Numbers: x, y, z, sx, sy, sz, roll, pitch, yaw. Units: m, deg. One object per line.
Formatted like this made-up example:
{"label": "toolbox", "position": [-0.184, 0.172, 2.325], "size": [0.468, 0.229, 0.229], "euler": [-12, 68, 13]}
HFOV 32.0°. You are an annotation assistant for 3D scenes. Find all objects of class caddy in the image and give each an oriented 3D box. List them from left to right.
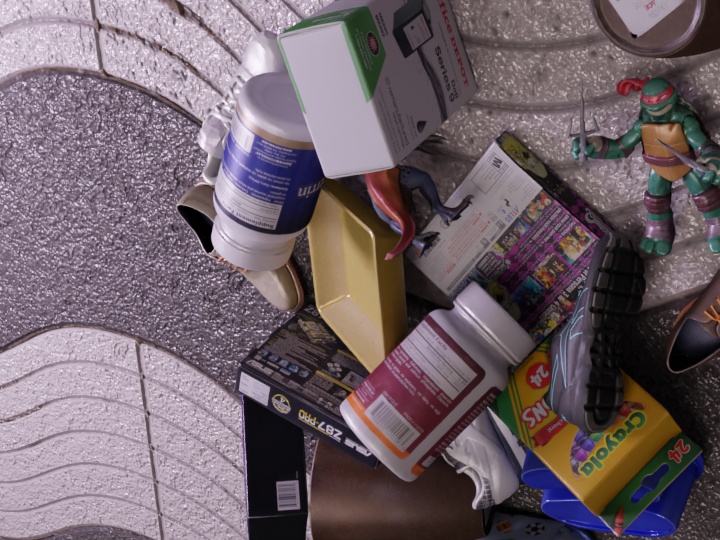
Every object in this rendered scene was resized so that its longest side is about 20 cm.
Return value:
{"label": "caddy", "position": [0.274, 0.211, 1.375], "size": [0.199, 0.106, 0.142], "euler": [1, 142, 34]}

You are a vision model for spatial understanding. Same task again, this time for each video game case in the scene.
{"label": "video game case", "position": [0.164, -0.022, 1.346], "size": [0.181, 0.036, 0.200], "euler": [42, 133, 5]}

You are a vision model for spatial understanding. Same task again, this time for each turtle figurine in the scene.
{"label": "turtle figurine", "position": [0.285, -0.106, 1.166], "size": [0.149, 0.101, 0.201], "euler": [13, 141, 46]}

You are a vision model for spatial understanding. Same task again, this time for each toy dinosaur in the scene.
{"label": "toy dinosaur", "position": [0.032, -0.112, 1.310], "size": [0.182, 0.200, 0.105], "euler": [46, 107, 11]}

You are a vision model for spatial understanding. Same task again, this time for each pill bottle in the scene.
{"label": "pill bottle", "position": [-0.098, -0.104, 1.371], "size": [0.115, 0.116, 0.201], "euler": [32, 128, 14]}
{"label": "pill bottle", "position": [0.084, 0.114, 1.327], "size": [0.114, 0.114, 0.200], "euler": [45, 92, 2]}

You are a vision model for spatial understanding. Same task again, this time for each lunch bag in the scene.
{"label": "lunch bag", "position": [0.201, 0.382, 1.553], "size": [0.199, 0.076, 0.161], "euler": [2, 121, 33]}

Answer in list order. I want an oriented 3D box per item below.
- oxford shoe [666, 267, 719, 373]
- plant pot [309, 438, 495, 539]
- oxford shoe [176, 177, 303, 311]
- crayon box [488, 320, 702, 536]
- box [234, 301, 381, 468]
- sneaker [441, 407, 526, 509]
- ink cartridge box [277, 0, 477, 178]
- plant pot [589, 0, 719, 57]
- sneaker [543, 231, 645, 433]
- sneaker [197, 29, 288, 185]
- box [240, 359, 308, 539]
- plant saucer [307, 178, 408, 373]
{"label": "oxford shoe", "position": [0.364, 0.031, 1.213], "size": [0.071, 0.073, 0.201], "euler": [37, 132, 11]}
{"label": "plant pot", "position": [0.060, 0.267, 1.526], "size": [0.198, 0.187, 0.188], "euler": [2, 120, 16]}
{"label": "oxford shoe", "position": [-0.152, -0.020, 1.544], "size": [0.200, 0.074, 0.071], "euler": [48, 134, 0]}
{"label": "crayon box", "position": [0.238, 0.159, 1.296], "size": [0.200, 0.127, 0.051], "euler": [44, 179, 42]}
{"label": "box", "position": [-0.025, 0.130, 1.491], "size": [0.199, 0.161, 0.049], "euler": [26, 131, 18]}
{"label": "sneaker", "position": [0.118, 0.174, 1.444], "size": [0.201, 0.080, 0.076], "euler": [59, 173, 12]}
{"label": "ink cartridge box", "position": [0.022, -0.200, 1.223], "size": [0.083, 0.200, 0.147], "euler": [-7, 114, 34]}
{"label": "plant pot", "position": [0.264, -0.251, 1.013], "size": [0.186, 0.200, 0.188], "euler": [18, 127, 26]}
{"label": "sneaker", "position": [0.226, 0.058, 1.255], "size": [0.079, 0.075, 0.202], "euler": [16, 95, 55]}
{"label": "sneaker", "position": [-0.128, -0.174, 1.410], "size": [0.075, 0.099, 0.201], "euler": [42, 135, 28]}
{"label": "box", "position": [-0.108, 0.228, 1.561], "size": [0.078, 0.202, 0.141], "euler": [-4, 153, -3]}
{"label": "plant saucer", "position": [0.000, 0.000, 1.421], "size": [0.200, 0.048, 0.202], "euler": [-135, 33, -53]}
